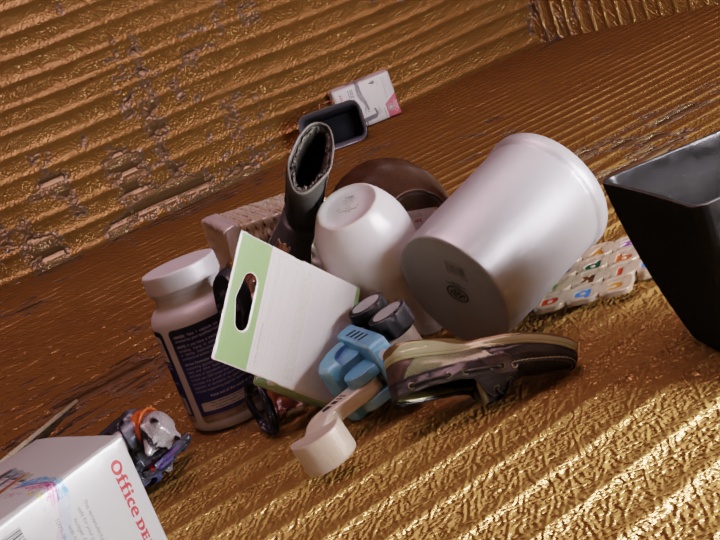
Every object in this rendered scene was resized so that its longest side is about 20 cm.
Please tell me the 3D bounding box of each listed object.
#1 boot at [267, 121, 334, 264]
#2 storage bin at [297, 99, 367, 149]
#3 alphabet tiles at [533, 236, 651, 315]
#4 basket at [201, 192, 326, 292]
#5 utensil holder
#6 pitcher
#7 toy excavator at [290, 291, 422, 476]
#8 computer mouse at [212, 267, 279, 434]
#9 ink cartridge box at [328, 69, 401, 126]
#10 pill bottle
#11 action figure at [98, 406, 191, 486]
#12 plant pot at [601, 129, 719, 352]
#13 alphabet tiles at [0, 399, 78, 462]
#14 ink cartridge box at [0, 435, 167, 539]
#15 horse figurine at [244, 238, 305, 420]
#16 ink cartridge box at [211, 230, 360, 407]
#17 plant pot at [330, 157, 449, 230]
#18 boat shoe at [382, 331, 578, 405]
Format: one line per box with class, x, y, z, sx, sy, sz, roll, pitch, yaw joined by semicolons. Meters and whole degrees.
boot;-0.075;-0.067;1.377;0.072;0.184;0.200;11;-15;-10
storage bin;-0.074;-0.438;3.320;0.198;0.147;0.134;-17;4;13
alphabet tiles;0.284;0.005;1.348;0.198;0.015;0.196;-15;15;23
basket;-0.116;0.000;1.584;0.159;0.200;0.200;-20;12;-16
utensil holder;0.167;-0.035;1.298;0.200;0.171;0.169;-45;24;-28
pitcher;0.000;0.000;1.365;0.170;0.201;0.122;-17;39;16
toy excavator;-0.004;0.129;1.175;0.199;0.100;0.194;-38;16;-13
computer mouse;-0.124;0.091;1.269;0.034;0.202;0.058;-11;-11;-36
ink cartridge box;0.013;-0.538;3.519;0.198;0.147;0.085;-22;15;-2
pill bottle;-0.188;0.083;1.350;0.115;0.202;0.116;-19;14;5
action figure;-0.285;0.212;1.216;0.192;0.105;0.200;-28;6;20
plant pot;0.369;-0.026;1.002;0.198;0.179;0.200;-23;13;-6
alphabet tiles;-0.430;0.246;1.306;0.200;0.008;0.167;-45;1;30
ink cartridge box;-0.291;0.256;0.965;0.144;0.147;0.200;-9;18;41
horse figurine;-0.090;0.069;1.319;0.131;0.202;0.050;-22;-5;-23
ink cartridge box;-0.089;0.058;1.226;0.048;0.147;0.199;-5;-22;44
plant pot;0.058;-0.063;1.513;0.185;0.189;0.200;-23;8;-8
boat shoe;0.123;0.104;1.111;0.197;0.066;0.073;-5;-25;3
